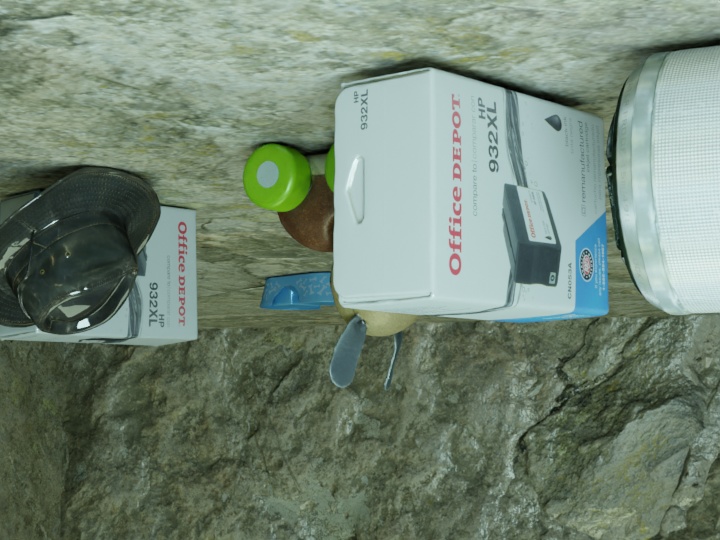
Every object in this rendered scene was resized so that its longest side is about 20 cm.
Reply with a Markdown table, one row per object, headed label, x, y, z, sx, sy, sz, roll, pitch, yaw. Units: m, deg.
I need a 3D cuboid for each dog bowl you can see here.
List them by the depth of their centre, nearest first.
| label | x | y | z | sx | sy | sz | roll | pitch | yaw |
| --- | --- | --- | --- | --- | --- | --- | --- | --- | --- |
| dog bowl | -0.083 | 0.035 | 2.225 | 0.111 | 0.050 | 0.199 | 5 | 173 | -42 |

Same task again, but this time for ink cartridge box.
| label | x | y | z | sx | sy | sz | roll | pitch | yaw |
| --- | --- | --- | --- | --- | --- | --- | --- | --- | --- |
| ink cartridge box | 0.080 | -0.044 | 0.915 | 0.083 | 0.146 | 0.199 | -5 | 173 | 42 |
| ink cartridge box | -0.273 | 0.002 | 1.423 | 0.199 | 0.146 | 0.083 | 5 | 170 | -43 |

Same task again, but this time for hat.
| label | x | y | z | sx | sy | sz | roll | pitch | yaw |
| --- | --- | --- | --- | --- | --- | --- | --- | --- | --- |
| hat | -0.259 | 0.003 | 1.245 | 0.200 | 0.081 | 0.201 | -27 | 148 | -18 |

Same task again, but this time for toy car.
| label | x | y | z | sx | sy | sz | roll | pitch | yaw |
| --- | --- | --- | --- | --- | --- | --- | --- | --- | --- |
| toy car | 0.000 | 0.000 | 1.143 | 0.157 | 0.202 | 0.164 | -4 | 173 | 31 |

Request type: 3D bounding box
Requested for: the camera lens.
| label | x | y | z | sx | sy | sz | roll | pitch | yaw |
| --- | --- | --- | --- | --- | --- | --- | --- | --- | --- |
| camera lens | 0.255 | -0.057 | 0.796 | 0.199 | 0.161 | 0.160 | -3 | 173 | 27 |
